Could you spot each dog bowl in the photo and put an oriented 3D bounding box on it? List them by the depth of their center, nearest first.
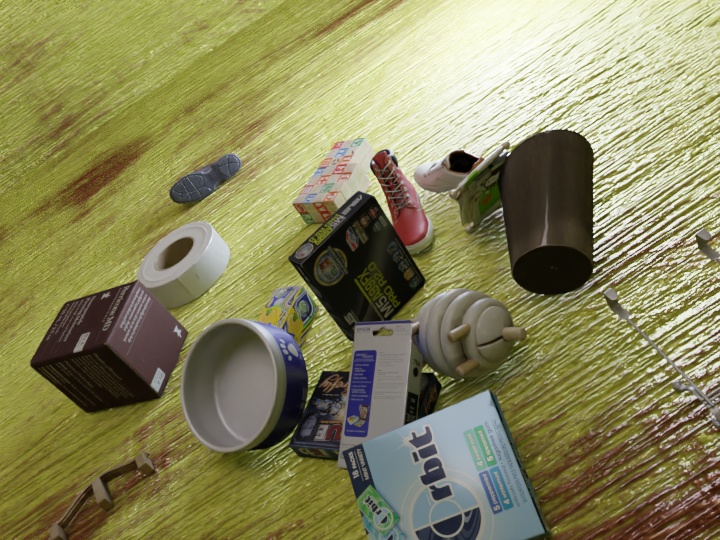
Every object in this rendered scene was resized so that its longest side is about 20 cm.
[{"bbox_3d":[-0.180,0.176,1.172,0.200,0.079,0.200,-7,78,33],"label":"dog bowl"}]

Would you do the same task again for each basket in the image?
[{"bbox_3d":[0.277,-0.075,1.127,0.180,0.136,0.200,115,166,-51],"label":"basket"}]

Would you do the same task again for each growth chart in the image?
[{"bbox_3d":[0.207,-0.135,1.235,0.145,0.200,0.018,-45,68,-2],"label":"growth chart"}]

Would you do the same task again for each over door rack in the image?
[{"bbox_3d":[0.409,0.067,0.891,0.148,0.067,0.200,-34,55,1],"label":"over door rack"}]

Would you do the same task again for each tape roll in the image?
[{"bbox_3d":[-0.385,-0.014,1.662,0.202,0.071,0.203,-22,36,17],"label":"tape roll"}]

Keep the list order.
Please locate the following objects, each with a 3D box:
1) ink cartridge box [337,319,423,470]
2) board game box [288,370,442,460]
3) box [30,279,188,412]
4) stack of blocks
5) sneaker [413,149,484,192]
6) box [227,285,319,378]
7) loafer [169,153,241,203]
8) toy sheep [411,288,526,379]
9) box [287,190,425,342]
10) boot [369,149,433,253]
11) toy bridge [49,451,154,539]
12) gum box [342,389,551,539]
[{"bbox_3d":[0.029,0.167,1.018,0.099,0.039,0.200,-5,70,36],"label":"ink cartridge box"},{"bbox_3d":[0.005,0.209,1.099,0.200,0.035,0.136,-5,45,36],"label":"board game box"},{"bbox_3d":[-0.475,0.148,1.459,0.200,0.164,0.166,-16,39,25],"label":"box"},{"bbox_3d":[-0.040,-0.189,1.594,0.115,0.059,0.200,0,47,39],"label":"stack of blocks"},{"bbox_3d":[0.165,-0.193,1.407,0.200,0.085,0.073,12,57,49],"label":"sneaker"},{"bbox_3d":[-0.146,0.121,1.306,0.070,0.064,0.200,-8,43,34],"label":"box"},{"bbox_3d":[-0.393,-0.232,1.946,0.200,0.072,0.063,-31,14,-5],"label":"loafer"},{"bbox_3d":[0.141,0.088,1.048,0.200,0.138,0.138,4,50,48],"label":"toy sheep"},{"bbox_3d":[0.000,0.000,1.210,0.160,0.200,0.044,-45,36,-16],"label":"box"},{"bbox_3d":[0.065,-0.131,1.363,0.072,0.144,0.200,-25,37,10],"label":"boot"},{"bbox_3d":[-0.431,0.371,1.276,0.200,0.027,0.067,-40,34,-8],"label":"toy bridge"},{"bbox_3d":[0.095,0.259,0.898,0.200,0.045,0.170,-26,63,13],"label":"gum box"}]
